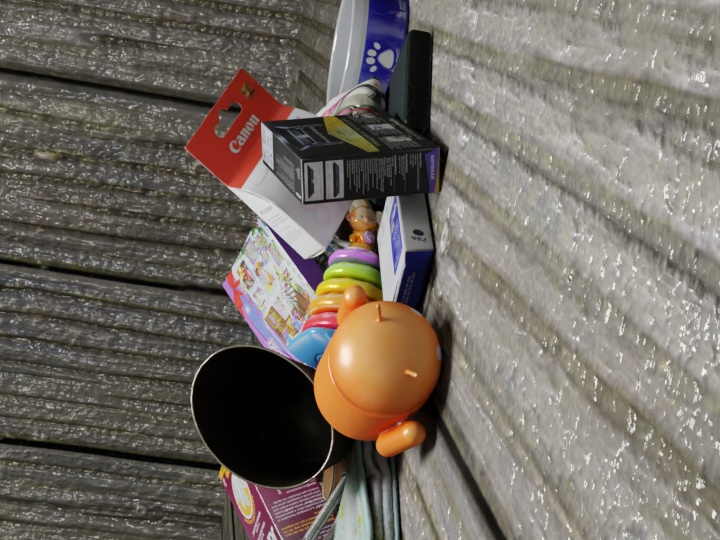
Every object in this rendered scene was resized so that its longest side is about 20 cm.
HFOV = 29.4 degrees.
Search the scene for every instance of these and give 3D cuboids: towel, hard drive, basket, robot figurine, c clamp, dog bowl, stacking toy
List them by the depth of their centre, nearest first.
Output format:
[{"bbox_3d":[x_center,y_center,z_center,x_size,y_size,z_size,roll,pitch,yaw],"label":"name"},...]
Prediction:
[{"bbox_3d":[0.018,0.103,1.379,0.200,0.115,0.145,116,171,-66],"label":"robot figurine"},{"bbox_3d":[0.002,0.298,1.518,0.201,0.048,0.172,-92,14,-50],"label":"towel"},{"bbox_3d":[-0.077,0.169,1.562,0.137,0.180,0.200,-56,-19,4],"label":"basket"},{"bbox_3d":[-0.007,0.015,1.631,0.110,0.115,0.202,143,140,-63],"label":"stacking toy"},{"bbox_3d":[-0.041,0.297,1.635,0.201,0.027,0.172,-56,-18,-34],"label":"c clamp"},{"bbox_3d":[0.048,-0.182,1.704,0.200,0.032,0.141,113,163,-61],"label":"hard drive"},{"bbox_3d":[0.008,-0.302,1.927,0.200,0.078,0.203,-172,90,-81],"label":"dog bowl"}]

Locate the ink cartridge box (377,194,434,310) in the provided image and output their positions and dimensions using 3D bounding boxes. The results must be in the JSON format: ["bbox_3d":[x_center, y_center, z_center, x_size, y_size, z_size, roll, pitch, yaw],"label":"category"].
[{"bbox_3d":[0.049,-0.019,1.531,0.201,0.039,0.100,-92,13,-55],"label":"ink cartridge box"}]

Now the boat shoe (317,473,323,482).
[{"bbox_3d":[-0.037,0.198,1.800,0.071,0.064,0.202,-99,19,-62],"label":"boat shoe"}]

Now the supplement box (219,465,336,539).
[{"bbox_3d":[-0.104,0.310,1.805,0.201,0.085,0.111,59,150,29],"label":"supplement box"}]

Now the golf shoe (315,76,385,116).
[{"bbox_3d":[-0.033,-0.174,1.777,0.199,0.072,0.093,-31,32,43],"label":"golf shoe"}]

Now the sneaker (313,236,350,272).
[{"bbox_3d":[-0.054,-0.010,1.817,0.200,0.085,0.078,44,136,33],"label":"sneaker"}]

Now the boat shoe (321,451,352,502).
[{"bbox_3d":[-0.031,0.191,1.714,0.076,0.073,0.202,-131,50,-68],"label":"boat shoe"}]

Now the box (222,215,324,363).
[{"bbox_3d":[-0.092,0.043,1.774,0.201,0.039,0.137,53,132,25],"label":"box"}]

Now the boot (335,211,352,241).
[{"bbox_3d":[-0.016,-0.081,1.863,0.201,0.063,0.188,105,165,-59],"label":"boot"}]

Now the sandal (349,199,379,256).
[{"bbox_3d":[0.000,0.000,1.724,0.081,0.053,0.202,110,153,-59],"label":"sandal"}]

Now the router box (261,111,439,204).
[{"bbox_3d":[-0.015,-0.129,1.541,0.200,0.155,0.053,-132,38,-66],"label":"router box"}]

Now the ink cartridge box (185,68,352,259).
[{"bbox_3d":[-0.092,-0.136,1.650,0.057,0.200,0.163,-24,28,44],"label":"ink cartridge box"}]
